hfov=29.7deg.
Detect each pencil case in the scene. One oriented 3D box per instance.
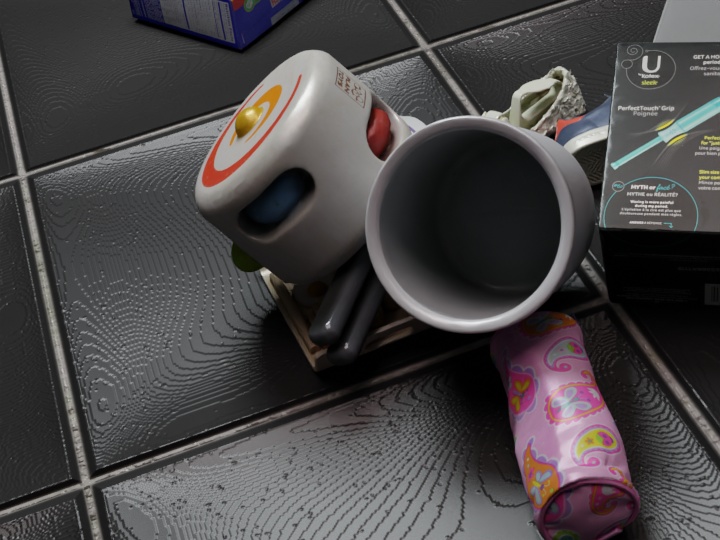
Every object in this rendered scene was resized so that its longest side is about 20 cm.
[{"bbox_3d":[0.160,0.121,1.073,0.086,0.088,0.201,-11,39,1],"label":"pencil case"}]

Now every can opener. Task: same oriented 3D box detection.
[{"bbox_3d":[0.000,0.000,1.216,0.066,0.053,0.201,-21,35,38],"label":"can opener"}]

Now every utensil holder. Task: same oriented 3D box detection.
[{"bbox_3d":[0.112,-0.041,1.151,0.168,0.173,0.200,3,5,17],"label":"utensil holder"}]

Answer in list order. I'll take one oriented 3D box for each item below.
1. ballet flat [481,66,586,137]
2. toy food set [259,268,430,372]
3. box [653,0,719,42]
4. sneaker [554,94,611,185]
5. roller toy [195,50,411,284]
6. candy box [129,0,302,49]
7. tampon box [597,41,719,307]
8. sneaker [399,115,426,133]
[{"bbox_3d":[0.156,-0.150,1.406,0.071,0.072,0.199,28,54,38],"label":"ballet flat"},{"bbox_3d":[-0.010,0.002,1.271,0.142,0.061,0.201,-21,40,-11],"label":"toy food set"},{"bbox_3d":[0.402,-0.221,1.342,0.198,0.099,0.124,23,24,19],"label":"box"},{"bbox_3d":[0.290,-0.150,1.365,0.197,0.076,0.085,-12,39,-2],"label":"sneaker"},{"bbox_3d":[-0.054,-0.098,1.210,0.201,0.139,0.182,-57,22,-13],"label":"roller toy"},{"bbox_3d":[-0.178,-0.375,1.745,0.198,0.078,0.169,21,49,32],"label":"candy box"},{"bbox_3d":[0.296,-0.086,1.202,0.148,0.127,0.202,3,60,16],"label":"tampon box"},{"bbox_3d":[0.006,-0.110,1.399,0.114,0.073,0.200,-33,33,-18],"label":"sneaker"}]
